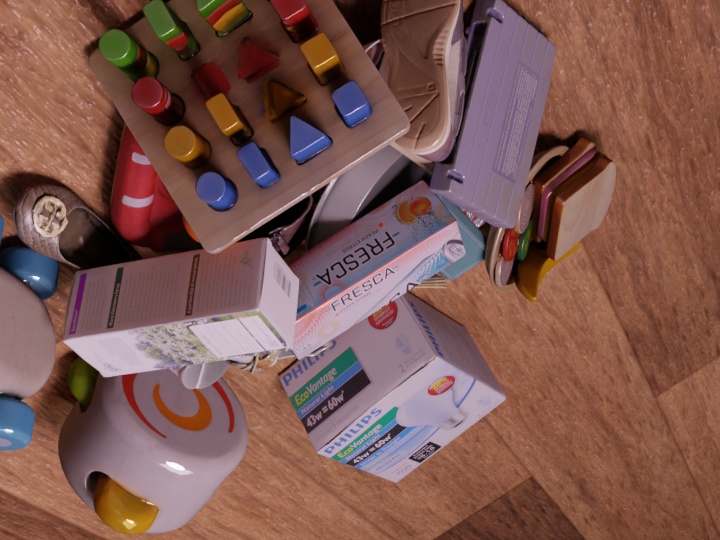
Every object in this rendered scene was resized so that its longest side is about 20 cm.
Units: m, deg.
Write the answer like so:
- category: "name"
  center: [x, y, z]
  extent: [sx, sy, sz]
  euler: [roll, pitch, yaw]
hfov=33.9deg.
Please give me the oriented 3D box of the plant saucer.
- category: "plant saucer"
  center: [0.092, -0.033, 1.285]
  extent: [0.070, 0.019, 0.200]
  euler: [-34, 155, 10]

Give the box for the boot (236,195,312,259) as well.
- category: "boot"
  center: [-0.131, -0.009, 1.169]
  extent: [0.200, 0.072, 0.166]
  euler: [-40, 178, -8]

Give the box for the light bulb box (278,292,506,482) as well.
- category: "light bulb box"
  center: [0.043, 0.147, 1.495]
  extent: [0.198, 0.125, 0.200]
  euler: [-40, 145, 14]

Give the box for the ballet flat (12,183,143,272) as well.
- category: "ballet flat"
  center: [-0.255, -0.022, 1.119]
  extent: [0.067, 0.046, 0.200]
  euler: [-63, 150, -15]

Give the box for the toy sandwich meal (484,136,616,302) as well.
- category: "toy sandwich meal"
  center: [0.220, -0.055, 1.369]
  extent: [0.205, 0.070, 0.205]
  euler: [-43, 148, -35]

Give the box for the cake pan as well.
- category: "cake pan"
  center: [0.023, -0.074, 1.217]
  extent: [0.200, 0.037, 0.200]
  euler: [-44, 159, -22]

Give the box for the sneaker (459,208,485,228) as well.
- category: "sneaker"
  center: [0.119, -0.096, 1.307]
  extent: [0.082, 0.078, 0.200]
  euler: [-2, 144, -44]

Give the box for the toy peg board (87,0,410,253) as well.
- category: "toy peg board"
  center: [-0.097, -0.150, 0.944]
  extent: [0.200, 0.199, 0.098]
  euler: [-32, 174, 3]

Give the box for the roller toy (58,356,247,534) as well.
- category: "roller toy"
  center: [-0.227, 0.187, 1.291]
  extent: [0.182, 0.200, 0.140]
  euler: [4, 133, -47]

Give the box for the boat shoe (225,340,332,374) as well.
- category: "boat shoe"
  center: [-0.106, 0.066, 1.200]
  extent: [0.200, 0.068, 0.075]
  euler: [-15, 161, -42]

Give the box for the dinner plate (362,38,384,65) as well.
- category: "dinner plate"
  center: [-0.046, -0.138, 1.088]
  extent: [0.200, 0.024, 0.200]
  euler: [-51, 180, 0]

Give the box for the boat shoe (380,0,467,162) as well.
- category: "boat shoe"
  center: [0.060, -0.192, 1.057]
  extent: [0.072, 0.200, 0.065]
  euler: [-5, 163, 17]

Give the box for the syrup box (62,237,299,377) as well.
- category: "syrup box"
  center: [-0.164, 0.036, 1.087]
  extent: [0.200, 0.082, 0.079]
  euler: [-9, 146, 18]

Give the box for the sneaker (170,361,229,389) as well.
- category: "sneaker"
  center: [-0.137, 0.042, 1.290]
  extent: [0.200, 0.080, 0.070]
  euler: [-37, 141, -26]

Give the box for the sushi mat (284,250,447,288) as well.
- category: "sushi mat"
  center: [-0.005, -0.003, 1.305]
  extent: [0.200, 0.096, 0.012]
  euler: [-1, 114, -35]

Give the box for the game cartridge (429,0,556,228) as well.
- category: "game cartridge"
  center: [0.134, -0.153, 1.175]
  extent: [0.130, 0.038, 0.200]
  euler: [25, 77, -53]

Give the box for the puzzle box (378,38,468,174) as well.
- category: "puzzle box"
  center: [0.085, -0.162, 1.160]
  extent: [0.200, 0.025, 0.133]
  euler: [30, 73, -48]

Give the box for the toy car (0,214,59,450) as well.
- category: "toy car"
  center: [-0.399, 0.059, 1.069]
  extent: [0.200, 0.184, 0.177]
  euler: [-8, 151, 19]

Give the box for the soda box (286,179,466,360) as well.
- category: "soda box"
  center: [0.000, 0.000, 1.146]
  extent: [0.200, 0.064, 0.068]
  euler: [-32, 148, -4]

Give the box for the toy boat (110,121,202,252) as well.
- category: "toy boat"
  center: [-0.147, -0.078, 1.073]
  extent: [0.130, 0.131, 0.200]
  euler: [-8, 139, -28]
